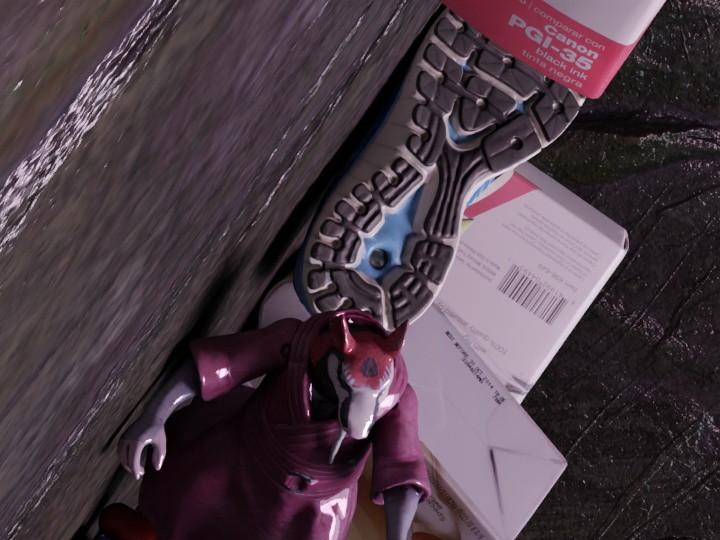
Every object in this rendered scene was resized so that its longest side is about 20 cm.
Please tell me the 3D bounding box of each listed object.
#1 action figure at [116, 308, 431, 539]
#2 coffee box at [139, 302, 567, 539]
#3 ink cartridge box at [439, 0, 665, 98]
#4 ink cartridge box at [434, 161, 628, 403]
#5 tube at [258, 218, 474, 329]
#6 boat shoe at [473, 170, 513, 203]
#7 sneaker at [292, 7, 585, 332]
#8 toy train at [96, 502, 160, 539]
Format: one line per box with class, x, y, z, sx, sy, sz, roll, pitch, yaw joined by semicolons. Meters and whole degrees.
action figure;-0.016;0.070;0.848;0.149;0.134;0.200;-53;179;-43
coffee box;-0.008;0.114;1.050;0.200;0.114;0.080;-36;-173;42
ink cartridge box;0.112;-0.173;0.710;0.147;0.083;0.200;-54;176;-24
ink cartridge box;0.062;0.021;1.337;0.200;0.145;0.085;-56;178;14
tube;0.000;0.000;1.068;0.052;0.058;0.200;-57;174;22
boat shoe;0.066;-0.094;1.214;0.200;0.072;0.063;-43;126;-47
sneaker;0.029;-0.059;0.936;0.200;0.078;0.090;-51;-166;-14
toy train;-0.094;0.184;0.978;0.085;0.115;0.200;-54;176;-12
